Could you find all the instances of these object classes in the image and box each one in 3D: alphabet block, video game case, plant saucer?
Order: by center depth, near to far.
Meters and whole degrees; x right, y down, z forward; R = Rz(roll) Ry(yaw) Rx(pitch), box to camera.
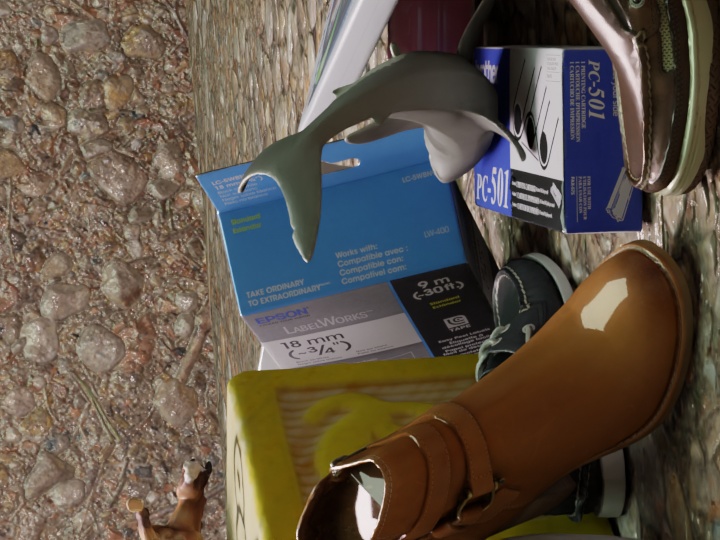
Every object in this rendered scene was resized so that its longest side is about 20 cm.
[{"bbox_3d":[0.011,-0.190,1.237,0.200,0.023,0.183,122,162,-67],"label":"video game case"},{"bbox_3d":[0.026,0.186,1.328,0.196,0.195,0.201,-111,19,-54],"label":"alphabet block"},{"bbox_3d":[0.048,-0.144,1.388,0.201,0.051,0.202,0,-90,-84],"label":"plant saucer"}]

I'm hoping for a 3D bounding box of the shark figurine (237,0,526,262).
[{"bbox_3d":[0.038,-0.074,1.176,0.089,0.214,0.128,41,117,20],"label":"shark figurine"}]

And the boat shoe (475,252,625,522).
[{"bbox_3d":[0.095,0.063,1.269,0.201,0.060,0.074,-104,14,-46],"label":"boat shoe"}]

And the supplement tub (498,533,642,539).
[{"bbox_3d":[0.102,0.238,1.112,0.123,0.122,0.201,-142,48,-77],"label":"supplement tub"}]

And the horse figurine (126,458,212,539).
[{"bbox_3d":[-0.104,0.210,1.359,0.133,0.050,0.201,68,-169,-81],"label":"horse figurine"}]

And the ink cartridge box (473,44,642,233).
[{"bbox_3d":[0.103,-0.074,1.220,0.200,0.044,0.095,-147,56,-79],"label":"ink cartridge box"}]

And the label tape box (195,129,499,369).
[{"bbox_3d":[0.000,0.000,1.369,0.200,0.143,0.064,57,-158,-59],"label":"label tape box"}]

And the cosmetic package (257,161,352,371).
[{"bbox_3d":[-0.012,0.031,1.623,0.081,0.112,0.201,-83,1,-72],"label":"cosmetic package"}]

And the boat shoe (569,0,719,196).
[{"bbox_3d":[0.117,-0.134,1.023,0.075,0.074,0.204,-140,47,-77],"label":"boat shoe"}]

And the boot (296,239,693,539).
[{"bbox_3d":[0.064,0.073,1.085,0.074,0.154,0.200,52,132,29],"label":"boot"}]
